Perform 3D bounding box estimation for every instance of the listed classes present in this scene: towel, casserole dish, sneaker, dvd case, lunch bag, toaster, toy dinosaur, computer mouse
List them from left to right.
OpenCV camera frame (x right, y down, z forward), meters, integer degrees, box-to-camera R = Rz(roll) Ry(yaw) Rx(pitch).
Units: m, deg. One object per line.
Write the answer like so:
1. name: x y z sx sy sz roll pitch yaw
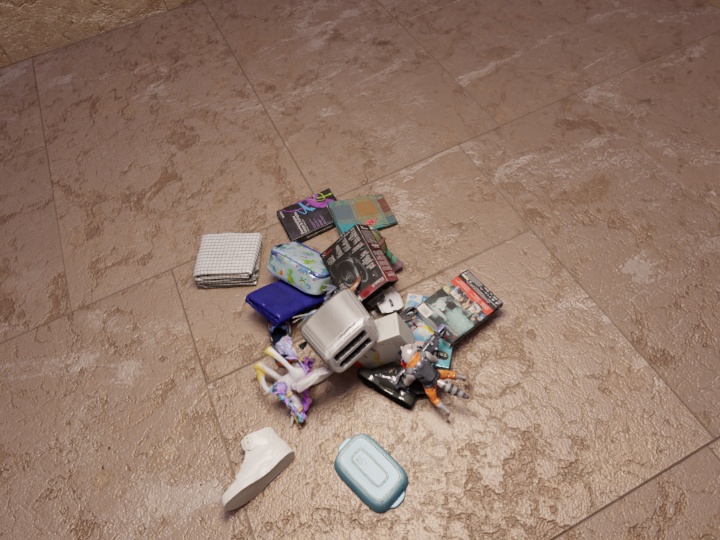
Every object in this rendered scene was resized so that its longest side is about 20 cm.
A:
1. towel: -0.397 -0.032 1.662 0.195 0.086 0.168 -3 53 7
2. sneaker: -0.266 0.465 1.301 0.199 0.075 0.115 -34 56 -29
3. sneaker: -0.222 0.159 1.504 0.074 0.079 0.202 -16 54 -6
4. towel: -0.207 0.082 1.531 0.146 0.050 0.199 28 33 29
5. lunch bag: -0.159 -0.012 1.581 0.197 0.084 0.160 27 22 22
6. toy dinosaur: -0.075 0.134 1.447 0.196 0.184 0.106 -15 48 -13
7. toaster: -0.053 0.151 1.311 0.199 0.114 0.129 -40 48 -9
8. towel: 0.005 -0.180 1.727 0.196 0.022 0.148 -13 54 -19
9. casserole dish: 0.023 0.467 1.280 0.121 0.039 0.199 -41 59 -21
10. computer mouse: 0.078 0.088 1.492 0.108 0.045 0.200 -19 29 -9
11. sneaker: 0.096 0.276 1.396 0.197 0.060 0.105 28 64 17
12. dvd case: 0.264 0.098 1.467 0.198 0.022 0.146 -34 59 -20

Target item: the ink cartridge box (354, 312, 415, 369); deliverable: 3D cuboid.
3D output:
1. ink cartridge box: 0.030 0.191 1.391 0.197 0.116 0.068 -22 49 19

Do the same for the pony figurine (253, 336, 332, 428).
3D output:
1. pony figurine: -0.161 0.269 1.380 0.193 0.166 0.201 -44 78 7

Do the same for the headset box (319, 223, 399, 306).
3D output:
1. headset box: 0.000 0.000 1.485 0.148 0.077 0.202 -38 74 26

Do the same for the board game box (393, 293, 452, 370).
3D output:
1. board game box: 0.181 0.168 1.468 0.148 0.047 0.203 9 56 13

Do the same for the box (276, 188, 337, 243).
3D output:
1. box: -0.157 -0.175 1.761 0.197 0.036 0.144 -27 56 -11

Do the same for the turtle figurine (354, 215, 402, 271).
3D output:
1. turtle figurine: 0.034 -0.063 1.568 0.201 0.100 0.150 48 59 -9

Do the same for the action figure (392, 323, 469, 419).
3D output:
1. action figure: 0.182 0.232 1.327 0.192 0.104 0.202 37 80 -11
